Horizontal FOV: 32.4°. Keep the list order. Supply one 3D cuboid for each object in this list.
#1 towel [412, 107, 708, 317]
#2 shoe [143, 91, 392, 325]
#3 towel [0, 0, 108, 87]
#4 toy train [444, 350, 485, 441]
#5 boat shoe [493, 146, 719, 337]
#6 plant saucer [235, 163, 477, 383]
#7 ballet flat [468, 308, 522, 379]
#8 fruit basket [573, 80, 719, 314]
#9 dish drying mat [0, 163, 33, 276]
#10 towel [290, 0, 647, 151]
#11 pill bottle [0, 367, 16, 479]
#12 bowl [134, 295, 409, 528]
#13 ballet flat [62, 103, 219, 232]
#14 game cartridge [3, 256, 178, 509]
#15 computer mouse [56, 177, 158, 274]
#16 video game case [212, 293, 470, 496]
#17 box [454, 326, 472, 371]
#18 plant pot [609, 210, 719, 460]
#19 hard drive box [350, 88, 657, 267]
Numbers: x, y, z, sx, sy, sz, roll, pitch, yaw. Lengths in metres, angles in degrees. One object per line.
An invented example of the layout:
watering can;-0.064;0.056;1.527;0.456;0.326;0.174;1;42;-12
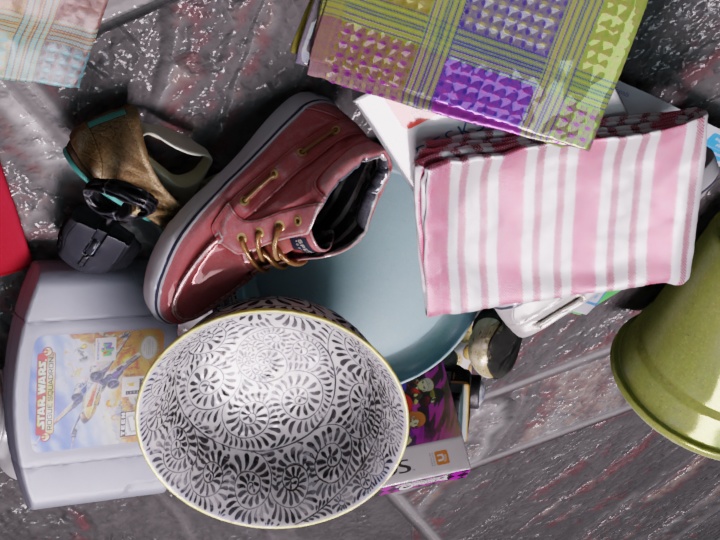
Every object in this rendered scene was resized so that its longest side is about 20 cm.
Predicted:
towel;0.138;-0.034;0.852;0.199;0.030;0.147;-7;130;-1
shoe;-0.065;-0.027;0.864;0.200;0.091;0.071;-50;141;2
towel;-0.244;-0.167;0.715;0.199;0.022;0.147;3;143;-27
toy train;0.011;0.112;1.110;0.199;0.114;0.085;4;109;6
boat shoe;0.188;-0.019;0.937;0.200;0.072;0.066;-35;118;0
plant saucer;0.000;0.000;0.980;0.199;0.027;0.201;-2;109;-7
ballet flat;0.112;0.046;1.055;0.057;0.200;0.067;13;105;11
fruit basket;0.195;-0.053;1.011;0.185;0.094;0.200;16;131;-38
dish drying mat;-0.286;-0.053;0.867;0.077;0.018;0.200;-11;146;-9
towel;0.069;-0.163;0.755;0.199;0.023;0.144;16;114;-5
pill bottle;-0.237;0.126;1.065;0.200;0.113;0.112;8;140;-33
bowl;-0.064;0.089;0.935;0.200;0.094;0.201;0;121;-1
ballet flat;-0.131;-0.056;0.901;0.072;0.068;0.200;-38;139;4
game cartridge;-0.213;0.090;0.981;0.133;0.041;0.201;-4;106;-34
computer mouse;-0.179;-0.026;0.862;0.059;0.034;0.200;30;162;-12
video game case;-0.020;0.091;1.030;0.181;0.201;0.036;-10;160;-9
box;0.082;0.050;1.158;0.041;0.039;0.200;-11;147;-4
plant pot;0.359;0.043;1.156;0.200;0.201;0.185;-2;133;-21
hard drive box;0.104;-0.100;0.864;0.156;0.077;0.200;-27;126;15
